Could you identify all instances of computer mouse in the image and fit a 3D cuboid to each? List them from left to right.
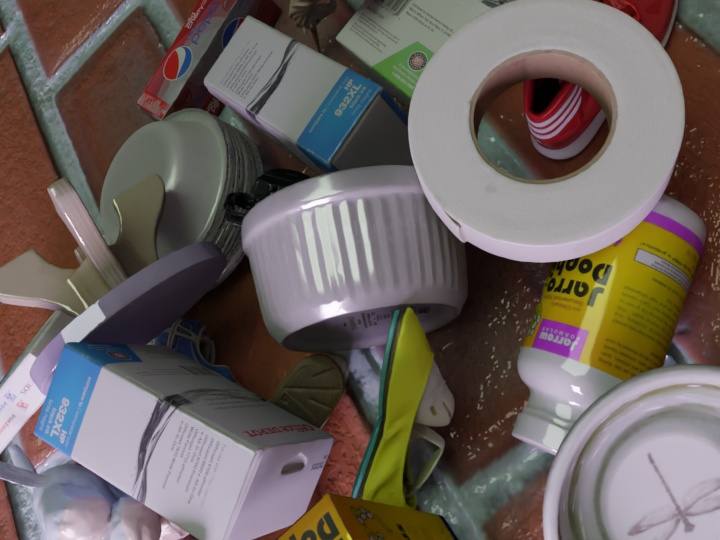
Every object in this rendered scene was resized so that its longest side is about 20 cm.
[{"bbox_3d":[-0.089,-0.065,0.787,0.057,0.200,0.035,16,109,8],"label":"computer mouse"}]

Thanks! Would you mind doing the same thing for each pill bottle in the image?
[{"bbox_3d":[0.183,0.044,0.613,0.103,0.104,0.203,16,80,34],"label":"pill bottle"}]

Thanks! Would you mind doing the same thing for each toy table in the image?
[{"bbox_3d":[-0.235,0.005,0.738,0.199,0.184,0.118,-34,77,-32],"label":"toy table"}]

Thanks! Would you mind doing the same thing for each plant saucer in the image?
[{"bbox_3d":[0.218,0.162,0.548,0.195,0.050,0.205,0,94,0],"label":"plant saucer"}]

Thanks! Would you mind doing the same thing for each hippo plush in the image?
[{"bbox_3d":[-0.263,0.276,0.750,0.196,0.159,0.164,12,88,-10],"label":"hippo plush"}]

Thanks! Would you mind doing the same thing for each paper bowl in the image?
[{"bbox_3d":[-0.205,-0.080,0.878,0.198,0.104,0.205,-17,63,35],"label":"paper bowl"}]

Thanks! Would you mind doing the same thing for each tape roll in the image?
[{"bbox_3d":[0.133,-0.106,0.593,0.198,0.037,0.207,-4,72,13],"label":"tape roll"}]

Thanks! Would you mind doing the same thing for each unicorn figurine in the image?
[{"bbox_3d":[-0.019,-0.306,0.818,0.074,0.200,0.137,44,94,-9],"label":"unicorn figurine"}]

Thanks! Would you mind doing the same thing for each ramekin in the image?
[{"bbox_3d":[0.000,0.000,0.689,0.197,0.199,0.107,-18,72,24],"label":"ramekin"}]

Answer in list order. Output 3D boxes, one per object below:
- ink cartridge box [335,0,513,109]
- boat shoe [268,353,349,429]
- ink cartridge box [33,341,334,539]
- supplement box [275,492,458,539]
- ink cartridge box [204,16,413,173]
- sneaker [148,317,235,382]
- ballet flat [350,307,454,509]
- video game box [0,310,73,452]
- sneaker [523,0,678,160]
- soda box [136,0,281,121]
[{"bbox_3d":[0.095,-0.257,0.794,0.201,0.084,0.146,-49,55,6],"label":"ink cartridge box"},{"bbox_3d":[-0.079,0.161,0.761,0.073,0.063,0.200,45,101,9],"label":"boat shoe"},{"bbox_3d":[-0.142,0.138,0.671,0.197,0.145,0.085,23,91,23],"label":"ink cartridge box"},{"bbox_3d":[0.012,0.247,0.580,0.109,0.199,0.110,-43,56,8],"label":"supplement box"},{"bbox_3d":[-0.036,-0.145,0.783,0.199,0.145,0.084,37,92,35],"label":"ink cartridge box"},{"bbox_3d":[-0.199,0.082,0.860,0.076,0.076,0.201,-30,53,-13],"label":"sneaker"},{"bbox_3d":[0.040,0.120,0.651,0.066,0.067,0.203,15,120,6],"label":"ballet flat"},{"bbox_3d":[-0.339,0.096,0.858,0.182,0.047,0.201,-42,18,23],"label":"video game box"},{"bbox_3d":[0.206,-0.198,0.680,0.078,0.115,0.203,28,91,24],"label":"sneaker"},{"bbox_3d":[-0.183,-0.258,0.969,0.063,0.070,0.202,31,89,35],"label":"soda box"}]
